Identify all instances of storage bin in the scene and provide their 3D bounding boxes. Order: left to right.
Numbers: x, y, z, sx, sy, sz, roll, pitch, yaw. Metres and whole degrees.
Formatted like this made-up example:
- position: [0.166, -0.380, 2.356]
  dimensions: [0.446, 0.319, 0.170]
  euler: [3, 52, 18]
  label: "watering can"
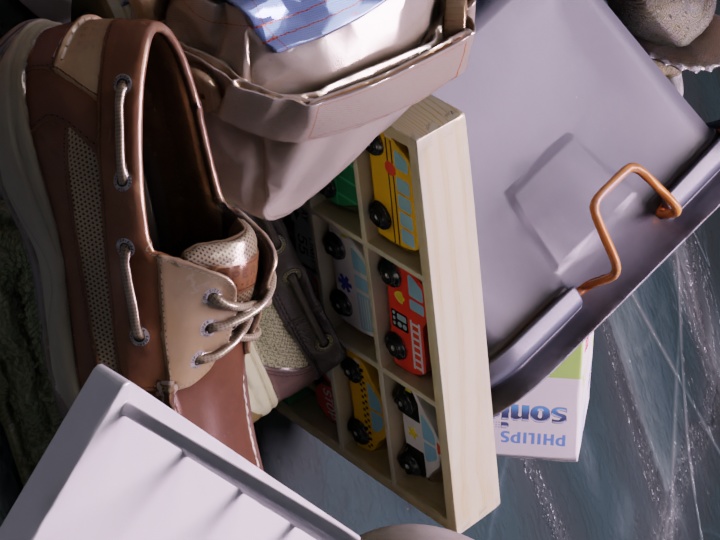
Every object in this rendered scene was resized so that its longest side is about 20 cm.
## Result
- position: [0.060, -0.042, 1.276]
  dimensions: [0.200, 0.145, 0.135]
  euler: [-43, 104, -26]
  label: "storage bin"

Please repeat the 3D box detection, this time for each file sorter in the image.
- position: [-0.033, 0.144, 0.935]
  dimensions: [0.139, 0.124, 0.200]
  euler: [-59, 152, -6]
  label: "file sorter"

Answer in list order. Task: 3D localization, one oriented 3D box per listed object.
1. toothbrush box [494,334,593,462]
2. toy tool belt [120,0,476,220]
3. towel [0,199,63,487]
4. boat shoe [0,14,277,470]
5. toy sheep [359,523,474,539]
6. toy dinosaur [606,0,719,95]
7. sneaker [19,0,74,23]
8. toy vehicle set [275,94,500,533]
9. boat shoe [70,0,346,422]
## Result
- position: [0.078, -0.019, 1.462]
  dimensions: [0.146, 0.085, 0.201]
  euler: [-53, 148, -79]
  label: "toothbrush box"
- position: [-0.012, -0.120, 1.068]
  dimensions: [0.200, 0.124, 0.123]
  euler: [-45, 135, -34]
  label: "toy tool belt"
- position: [-0.086, 0.063, 1.079]
  dimensions: [0.148, 0.036, 0.201]
  euler: [-33, 108, -73]
  label: "towel"
- position: [-0.067, 0.007, 0.997]
  dimensions: [0.076, 0.071, 0.201]
  euler: [-46, 120, -58]
  label: "boat shoe"
- position: [0.015, 0.178, 1.159]
  dimensions: [0.200, 0.137, 0.138]
  euler: [-65, 138, -55]
  label: "toy sheep"
- position: [0.135, -0.139, 1.335]
  dimensions: [0.200, 0.077, 0.103]
  euler: [44, 22, -77]
  label: "toy dinosaur"
- position: [-0.093, -0.159, 1.107]
  dimensions: [0.200, 0.115, 0.074]
  euler: [45, 33, -62]
  label: "sneaker"
- position: [0.000, 0.000, 1.199]
  dimensions: [0.026, 0.124, 0.201]
  euler: [-31, 132, -29]
  label: "toy vehicle set"
- position: [-0.058, -0.034, 1.163]
  dimensions: [0.072, 0.066, 0.202]
  euler: [38, -29, 58]
  label: "boat shoe"
